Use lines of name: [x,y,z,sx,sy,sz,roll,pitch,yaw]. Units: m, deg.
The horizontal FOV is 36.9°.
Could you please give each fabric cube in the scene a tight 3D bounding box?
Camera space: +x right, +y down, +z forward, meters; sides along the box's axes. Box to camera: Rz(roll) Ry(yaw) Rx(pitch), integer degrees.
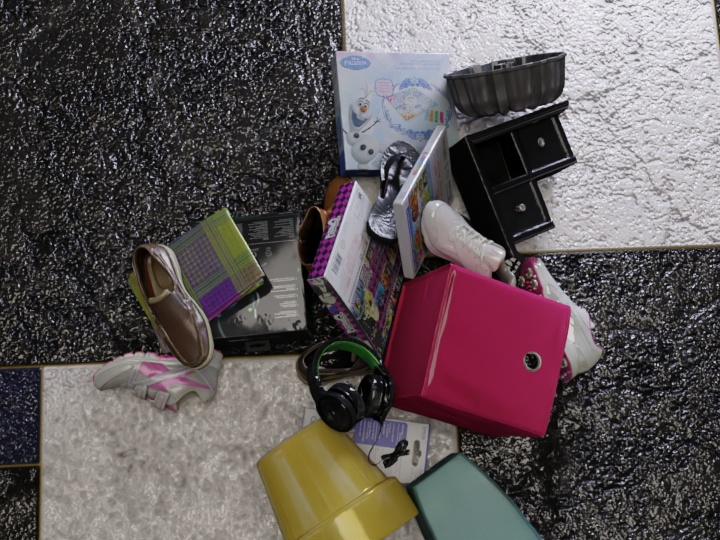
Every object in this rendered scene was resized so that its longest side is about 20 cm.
fabric cube: [0.163,0.123,1.587,0.197,0.200,0.199,19,76,-15]

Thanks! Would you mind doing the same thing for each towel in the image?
towel: [-0.248,0.014,1.613,0.199,0.023,0.144,-36,69,9]

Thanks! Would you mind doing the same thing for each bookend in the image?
bookend: [0.266,-0.138,1.714,0.197,0.092,0.202,-20,87,-19]

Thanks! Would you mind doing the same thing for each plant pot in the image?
plant pot: [-0.047,0.321,1.543,0.199,0.201,0.190,-31,78,-9]
plant pot: [0.162,0.373,1.576,0.141,0.141,0.201,-33,84,-9]

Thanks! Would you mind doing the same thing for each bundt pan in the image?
bundt pan: [0.234,-0.293,1.719,0.199,0.202,0.077,-12,104,-5]

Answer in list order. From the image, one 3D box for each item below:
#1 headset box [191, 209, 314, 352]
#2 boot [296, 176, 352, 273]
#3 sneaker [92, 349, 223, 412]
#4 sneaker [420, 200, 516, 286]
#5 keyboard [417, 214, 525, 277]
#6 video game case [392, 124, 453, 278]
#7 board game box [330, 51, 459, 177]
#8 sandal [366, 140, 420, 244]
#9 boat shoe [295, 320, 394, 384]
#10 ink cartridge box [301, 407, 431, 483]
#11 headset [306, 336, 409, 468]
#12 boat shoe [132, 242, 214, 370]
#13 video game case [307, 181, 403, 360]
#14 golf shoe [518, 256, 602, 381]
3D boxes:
headset box: [-0.164,0.023,1.661,0.172,0.093,0.203,-7,77,4]
boot: [-0.052,-0.072,1.658,0.076,0.155,0.203,-1,73,22]
sneaker: [-0.306,0.171,1.637,0.197,0.081,0.089,-5,76,-3]
sneaker: [0.173,-0.035,1.638,0.200,0.099,0.078,46,62,-27]
keyboard: [0.155,-0.024,1.734,0.199,0.021,0.128,32,78,5]
video game case: [0.099,-0.106,1.649,0.018,0.144,0.201,9,44,21]
board game box: [0.058,-0.254,1.751,0.197,0.043,0.202,-2,78,-15]
sandal: [0.061,-0.128,1.646,0.074,0.048,0.202,17,53,-5]
boat shoe: [-0.003,0.127,1.665,0.198,0.073,0.075,-21,79,-7]
ink cartridge box: [0.005,0.270,1.653,0.197,0.037,0.096,7,78,1]
headset: [0.004,0.180,1.516,0.122,0.094,0.202,-11,66,-35]
boat shoe: [-0.281,0.052,1.564,0.074,0.075,0.204,-33,71,10]
video game case: [0.000,0.000,1.613,0.035,0.182,0.201,-12,42,29]
golf shoe: [0.314,0.070,1.702,0.091,0.075,0.202,-15,80,-22]
